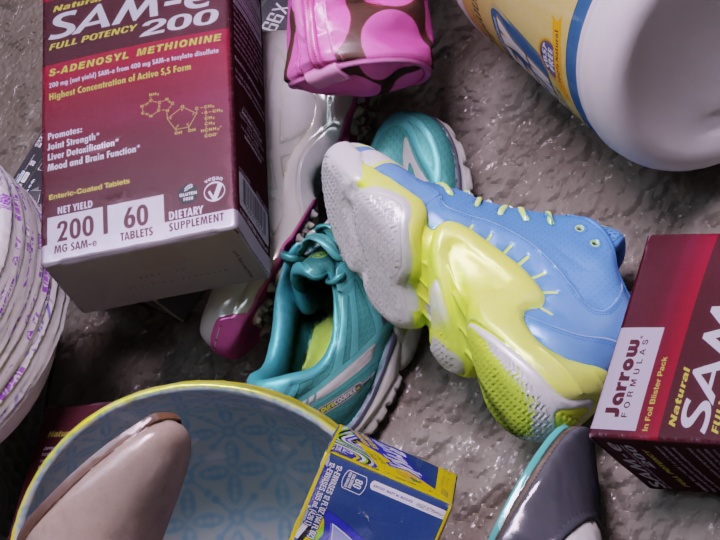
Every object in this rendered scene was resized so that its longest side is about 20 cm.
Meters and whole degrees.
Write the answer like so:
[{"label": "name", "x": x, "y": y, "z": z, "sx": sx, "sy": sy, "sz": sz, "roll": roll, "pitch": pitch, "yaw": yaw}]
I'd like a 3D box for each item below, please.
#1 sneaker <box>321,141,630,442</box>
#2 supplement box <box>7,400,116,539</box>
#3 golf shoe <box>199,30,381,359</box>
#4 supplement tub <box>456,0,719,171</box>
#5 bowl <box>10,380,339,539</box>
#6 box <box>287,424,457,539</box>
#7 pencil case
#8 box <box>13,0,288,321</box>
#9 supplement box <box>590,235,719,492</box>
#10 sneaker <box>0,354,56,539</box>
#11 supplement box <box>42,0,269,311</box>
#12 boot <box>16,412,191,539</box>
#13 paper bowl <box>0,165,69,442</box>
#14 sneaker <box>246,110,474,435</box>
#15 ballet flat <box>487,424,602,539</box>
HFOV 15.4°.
[{"label": "sneaker", "x": 0.068, "y": -0.003, "z": 1.329, "sx": 0.105, "sy": 0.076, "sz": 0.200, "roll": -27, "pitch": 60, "yaw": -23}, {"label": "supplement box", "x": -0.137, "y": 0.169, "z": 1.408, "sx": 0.108, "sy": 0.061, "sz": 0.201, "roll": -7, "pitch": 58, "yaw": 38}, {"label": "golf shoe", "x": -0.057, "y": -0.046, "z": 1.463, "sx": 0.091, "sy": 0.075, "sz": 0.201, "roll": 20, "pitch": 65, "yaw": 7}, {"label": "supplement tub", "x": 0.131, "y": -0.155, "z": 1.345, "sx": 0.145, "sy": 0.145, "sz": 0.200, "roll": -47, "pitch": 41, "yaw": 4}, {"label": "bowl", "x": -0.065, "y": 0.145, "z": 1.310, "sx": 0.200, "sy": 0.200, "sz": 0.108, "roll": -41, "pitch": 1, "yaw": 10}, {"label": "box", "x": -0.022, "y": 0.177, "z": 1.219, "sx": 0.070, "sy": 0.064, "sz": 0.201, "roll": -61, "pitch": -7, "yaw": -81}, {"label": "pencil case", "x": -0.012, "y": -0.191, "z": 1.402, "sx": 0.090, "sy": 0.094, "sz": 0.201, "roll": -7, "pitch": 92, "yaw": 19}, {"label": "box", "x": -0.114, "y": -0.084, "z": 1.576, "sx": 0.157, "sy": 0.050, "sz": 0.201, "roll": 19, "pitch": 75, "yaw": 46}, {"label": "supplement box", "x": 0.210, "y": 0.042, "z": 1.188, "sx": 0.199, "sy": 0.061, "sz": 0.109, "roll": -1, "pitch": 62, "yaw": 41}, {"label": "sneaker", "x": -0.254, "y": 0.108, "z": 1.538, "sx": 0.146, "sy": 0.077, "sz": 0.203, "roll": -15, "pitch": 52, "yaw": 30}, {"label": "supplement box", "x": -0.109, "y": -0.087, "z": 1.411, "sx": 0.108, "sy": 0.061, "sz": 0.201, "roll": -11, "pitch": 60, "yaw": 13}, {"label": "boot", "x": -0.109, "y": 0.183, "z": 1.202, "sx": 0.200, "sy": 0.070, "sz": 0.146, "roll": -52, "pitch": 55, "yaw": 25}, {"label": "paper bowl", "x": -0.247, "y": 0.033, "z": 1.458, "sx": 0.200, "sy": 0.104, "sz": 0.201, "roll": -20, "pitch": 48, "yaw": 24}, {"label": "sneaker", "x": 0.000, "y": 0.000, "z": 1.396, "sx": 0.077, "sy": 0.080, "sz": 0.201, "roll": 1, "pitch": 62, "yaw": 41}, {"label": "ballet flat", "x": 0.073, "y": 0.168, "z": 1.230, "sx": 0.073, "sy": 0.073, "sz": 0.200, "roll": 19, "pitch": 71, "yaw": 46}]
